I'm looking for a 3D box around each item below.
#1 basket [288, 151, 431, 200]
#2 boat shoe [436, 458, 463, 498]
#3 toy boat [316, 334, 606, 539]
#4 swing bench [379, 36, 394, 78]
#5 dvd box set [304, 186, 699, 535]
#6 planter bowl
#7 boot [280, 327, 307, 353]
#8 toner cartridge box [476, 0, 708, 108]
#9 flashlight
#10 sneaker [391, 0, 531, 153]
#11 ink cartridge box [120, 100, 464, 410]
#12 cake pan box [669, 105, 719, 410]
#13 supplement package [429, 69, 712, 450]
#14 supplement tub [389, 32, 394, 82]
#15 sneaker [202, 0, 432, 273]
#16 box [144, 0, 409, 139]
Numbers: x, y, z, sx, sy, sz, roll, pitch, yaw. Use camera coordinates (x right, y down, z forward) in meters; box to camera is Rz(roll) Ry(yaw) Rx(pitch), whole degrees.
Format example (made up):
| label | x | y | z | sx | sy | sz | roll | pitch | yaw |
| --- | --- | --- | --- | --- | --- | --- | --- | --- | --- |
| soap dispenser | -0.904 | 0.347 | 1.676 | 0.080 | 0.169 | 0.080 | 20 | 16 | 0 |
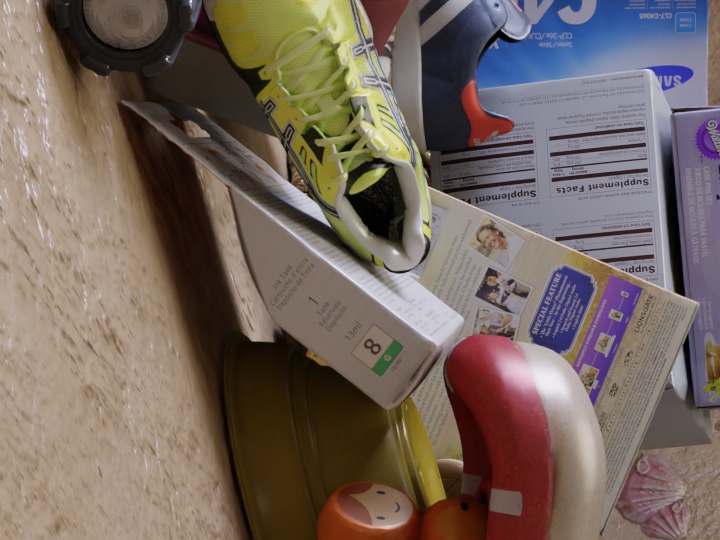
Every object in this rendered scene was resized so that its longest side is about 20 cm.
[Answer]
| label | x | y | z | sx | sy | sz | roll | pitch | yaw |
| --- | --- | --- | --- | --- | --- | --- | --- | --- | --- |
| basket | 0.007 | -0.015 | 1.645 | 0.143 | 0.149 | 0.201 | 34 | -25 | 46 |
| boat shoe | 0.057 | 0.198 | 1.328 | 0.072 | 0.072 | 0.201 | -25 | 117 | -56 |
| toy boat | 0.043 | 0.130 | 1.127 | 0.131 | 0.130 | 0.201 | 163 | -64 | -84 |
| swing bench | -0.044 | -0.203 | 1.423 | 0.199 | 0.129 | 0.201 | -81 | 169 | -74 |
| dvd box set | 0.076 | 0.046 | 1.330 | 0.029 | 0.199 | 0.147 | 166 | -53 | -89 |
| planter bowl | -0.002 | 0.118 | 1.227 | 0.200 | 0.083 | 0.202 | -17 | 90 | -82 |
| boot | 0.000 | 0.000 | 1.457 | 0.200 | 0.070 | 0.147 | 34 | 40 | -55 |
| toner cartridge box | 0.123 | -0.152 | 1.487 | 0.043 | 0.199 | 0.096 | -74 | 162 | -74 |
| flashlight | -0.104 | -0.163 | 1.130 | 0.067 | 0.068 | 0.200 | 25 | 28 | -10 |
| sneaker | 0.060 | -0.172 | 1.385 | 0.075 | 0.084 | 0.201 | -53 | 141 | -83 |
| ink cartridge box | -0.040 | -0.011 | 1.203 | 0.200 | 0.050 | 0.161 | 36 | 7 | 4 |
| cake pan box | 0.237 | -0.004 | 1.473 | 0.200 | 0.052 | 0.186 | 13 | 74 | -76 |
| supplement package | 0.136 | 0.003 | 1.472 | 0.191 | 0.146 | 0.201 | 40 | 46 | -70 |
| supplement tub | 0.011 | -0.220 | 1.795 | 0.145 | 0.144 | 0.201 | -98 | 169 | -47 |
| sneaker | -0.011 | -0.084 | 1.150 | 0.200 | 0.075 | 0.076 | 56 | 0 | -35 |
| box | -0.026 | -0.185 | 1.215 | 0.128 | 0.108 | 0.201 | -94 | -152 | -54 |
